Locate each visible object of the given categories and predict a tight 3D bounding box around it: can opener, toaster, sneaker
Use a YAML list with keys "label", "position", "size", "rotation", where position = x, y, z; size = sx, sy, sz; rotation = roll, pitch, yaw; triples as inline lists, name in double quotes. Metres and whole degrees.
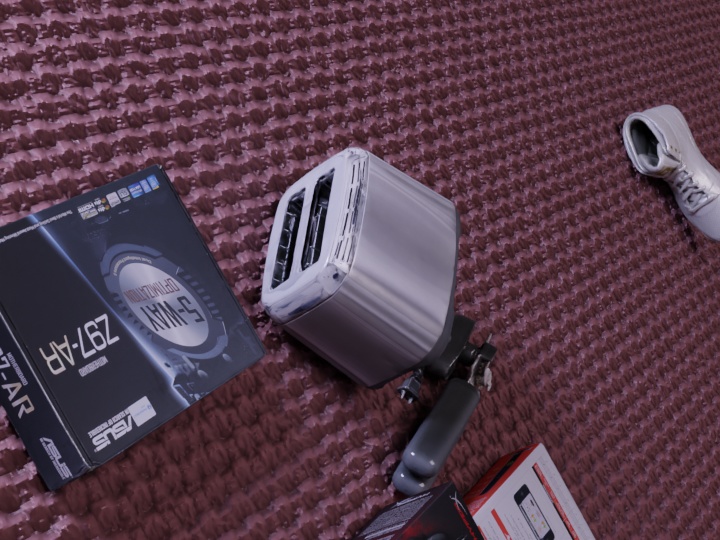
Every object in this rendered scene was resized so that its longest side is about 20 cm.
- label: "can opener"
  position: [0.069, 0.115, 1.139]
  size: [0.066, 0.053, 0.200]
  rotation: [24, 37, 6]
- label: "toaster"
  position: [0.000, 0.000, 1.066]
  size: [0.129, 0.113, 0.201]
  rotation: [33, 46, -28]
- label: "sneaker"
  position: [0.398, -0.114, 1.676]
  size: [0.115, 0.074, 0.201]
  rotation: [-14, 70, -52]

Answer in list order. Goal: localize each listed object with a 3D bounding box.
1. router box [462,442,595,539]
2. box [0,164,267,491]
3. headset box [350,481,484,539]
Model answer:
- label: "router box"
  position: [0.148, 0.273, 1.124]
  size: [0.179, 0.049, 0.201]
  rotation: [-31, 92, -54]
- label: "box"
  position: [-0.168, 0.030, 0.891]
  size: [0.200, 0.043, 0.161]
  rotation: [-31, 92, -55]
- label: "headset box"
  position: [0.032, 0.267, 0.960]
  size: [0.200, 0.077, 0.150]
  rotation: [-31, 93, -56]
